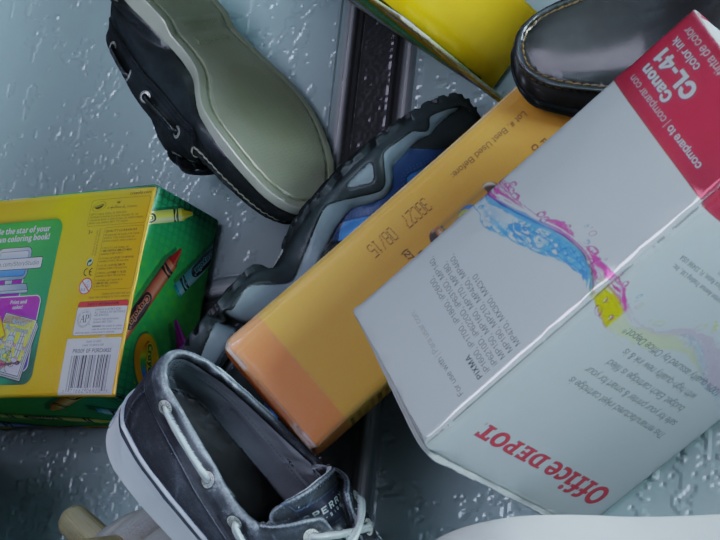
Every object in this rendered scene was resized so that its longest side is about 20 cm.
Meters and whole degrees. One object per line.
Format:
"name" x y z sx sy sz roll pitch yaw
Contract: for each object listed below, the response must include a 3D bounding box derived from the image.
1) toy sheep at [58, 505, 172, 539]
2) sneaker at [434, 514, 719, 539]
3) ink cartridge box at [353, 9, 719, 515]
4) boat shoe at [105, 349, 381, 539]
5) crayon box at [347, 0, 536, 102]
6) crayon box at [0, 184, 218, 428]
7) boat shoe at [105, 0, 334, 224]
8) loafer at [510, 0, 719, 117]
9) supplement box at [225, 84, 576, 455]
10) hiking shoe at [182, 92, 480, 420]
"toy sheep" -0.081 0.172 1.013 0.200 0.138 0.138 43 98 31
"sneaker" 0.105 0.163 0.915 0.199 0.075 0.105 -6 62 30
"ink cartridge box" 0.119 0.006 0.927 0.200 0.147 0.086 -40 52 15
"boat shoe" -0.027 0.116 0.950 0.200 0.072 0.068 47 133 10
"crayon box" 0.007 -0.162 1.098 0.200 0.126 0.052 39 95 40
"crayon box" -0.181 0.023 1.200 0.199 0.058 0.120 -3 68 36
"boat shoe" -0.085 -0.087 1.173 0.200 0.074 0.066 50 129 24
"loafer" 0.162 -0.115 0.952 0.198 0.072 0.073 -11 72 8
"supplement box" 0.032 -0.003 1.007 0.200 0.069 0.067 -41 82 -3
"hiking shoe" 0.000 0.000 1.078 0.087 0.074 0.200 43 85 -4
